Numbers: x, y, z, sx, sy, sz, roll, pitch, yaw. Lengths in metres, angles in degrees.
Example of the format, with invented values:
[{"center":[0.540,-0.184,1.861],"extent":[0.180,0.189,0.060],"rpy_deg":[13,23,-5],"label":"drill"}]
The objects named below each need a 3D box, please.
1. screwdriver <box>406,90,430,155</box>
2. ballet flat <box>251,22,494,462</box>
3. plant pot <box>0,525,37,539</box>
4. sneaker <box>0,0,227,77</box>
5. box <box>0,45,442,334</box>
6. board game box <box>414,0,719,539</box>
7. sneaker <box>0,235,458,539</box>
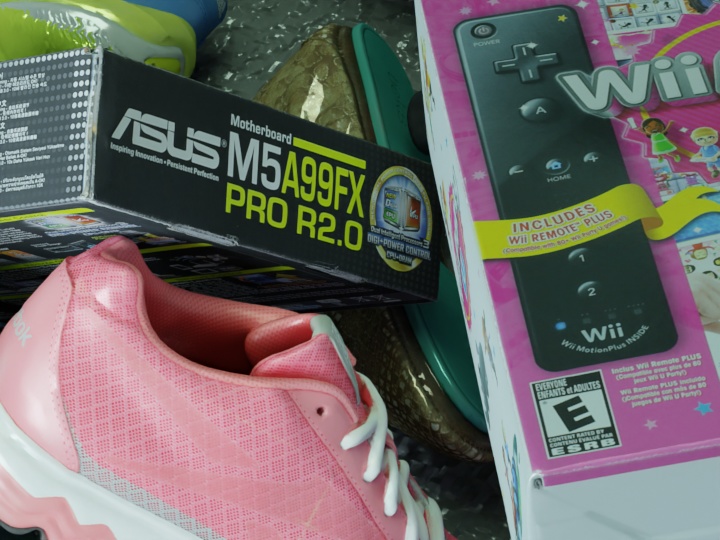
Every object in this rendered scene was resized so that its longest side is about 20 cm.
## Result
[{"center":[0.107,-0.068,0.895],"extent":[0.199,0.028,0.029],"rpy_deg":[-14,68,22],"label":"screwdriver"},{"center":[0.000,0.000,0.920],"extent":[0.065,0.071,0.200],"rpy_deg":[-32,39,17],"label":"ballet flat"},{"center":[-0.199,0.077,0.770],"extent":[0.199,0.161,0.201],"rpy_deg":[-3,59,5],"label":"plant pot"},{"center":[-0.138,-0.104,1.045],"extent":[0.199,0.076,0.105],"rpy_deg":[21,38,24],"label":"sneaker"},{"center":[-0.099,-0.017,0.838],"extent":[0.199,0.160,0.045],"rpy_deg":[-6,76,38],"label":"box"},{"center":[0.098,-0.008,0.719],"extent":[0.147,0.065,0.200],"rpy_deg":[-10,40,-1],"label":"board game box"},{"center":[-0.015,0.059,0.775],"extent":[0.200,0.087,0.074],"rpy_deg":[28,21,-21],"label":"sneaker"}]
